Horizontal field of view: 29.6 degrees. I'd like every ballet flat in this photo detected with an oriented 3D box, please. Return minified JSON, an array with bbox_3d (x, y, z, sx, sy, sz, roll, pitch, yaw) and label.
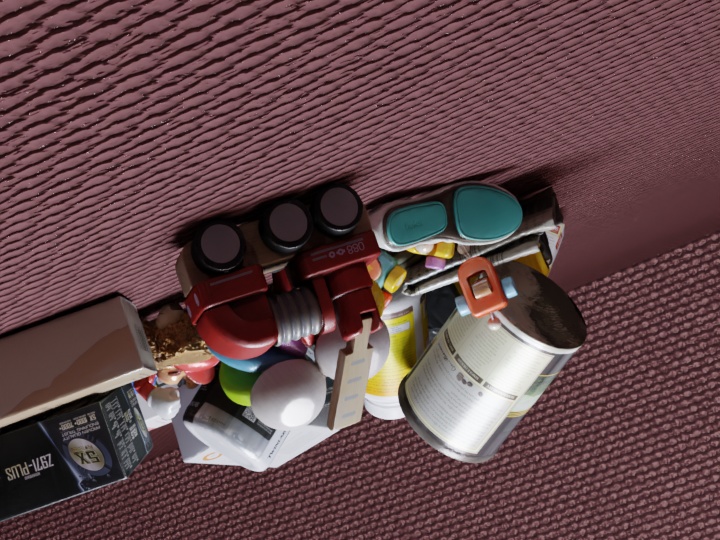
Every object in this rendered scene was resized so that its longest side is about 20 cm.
[{"bbox_3d":[0.081,-0.057,1.435,0.199,0.070,0.069,-9,167,-37],"label":"ballet flat"}]

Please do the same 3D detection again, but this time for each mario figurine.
[{"bbox_3d":[-0.247,0.129,1.625,0.199,0.125,0.106,-19,161,22],"label":"mario figurine"}]

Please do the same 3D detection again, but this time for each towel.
[{"bbox_3d":[0.150,-0.033,1.628,0.199,0.035,0.193,-24,-171,14],"label":"towel"}]

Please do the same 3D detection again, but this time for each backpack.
[{"bbox_3d":[0.135,0.056,2.034,0.165,0.128,0.200,2,177,23],"label":"backpack"}]

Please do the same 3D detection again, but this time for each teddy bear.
[{"bbox_3d":[-0.260,0.081,1.502,0.199,0.067,0.145,-17,165,25],"label":"teddy bear"}]

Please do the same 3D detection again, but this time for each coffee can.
[{"bbox_3d":[0.155,0.109,1.624,0.146,0.147,0.201,-11,143,-49],"label":"coffee can"}]

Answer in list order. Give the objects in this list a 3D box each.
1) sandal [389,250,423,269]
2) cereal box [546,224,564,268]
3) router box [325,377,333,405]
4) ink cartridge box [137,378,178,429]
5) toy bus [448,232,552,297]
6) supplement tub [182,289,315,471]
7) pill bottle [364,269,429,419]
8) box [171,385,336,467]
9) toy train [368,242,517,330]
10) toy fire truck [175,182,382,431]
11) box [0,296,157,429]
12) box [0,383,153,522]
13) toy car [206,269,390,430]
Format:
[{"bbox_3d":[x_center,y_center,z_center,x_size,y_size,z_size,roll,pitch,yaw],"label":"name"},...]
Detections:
[{"bbox_3d":[0.000,0.000,1.617,0.200,0.058,0.080,-36,-170,-24],"label":"sandal"},{"bbox_3d":[0.245,0.025,1.989,0.039,0.201,0.144,23,179,9],"label":"cereal box"},{"bbox_3d":[-0.049,0.103,1.821,0.062,0.151,0.199,-25,172,36],"label":"router box"},{"bbox_3d":[-0.245,0.157,1.928,0.198,0.085,0.146,-22,172,-1],"label":"ink cartridge box"},{"bbox_3d":[0.203,0.031,1.772,0.135,0.193,0.200,-25,-174,11],"label":"toy bus"},{"bbox_3d":[-0.117,0.130,1.656,0.201,0.122,0.123,-58,-177,-16],"label":"supplement tub"},{"bbox_3d":[0.034,0.090,1.735,0.108,0.201,0.110,-4,-145,3],"label":"pill bottle"},{"bbox_3d":[-0.143,0.191,1.824,0.124,0.098,0.199,-33,155,25],"label":"box"},{"bbox_3d":[0.065,0.012,1.514,0.198,0.152,0.056,-18,171,12],"label":"toy train"},{"bbox_3d":[-0.059,0.048,1.230,0.175,0.202,0.129,-18,171,-19],"label":"toy fire truck"},{"bbox_3d":[-0.314,0.098,1.369,0.198,0.078,0.095,-20,174,-1],"label":"box"},{"bbox_3d":[-0.325,0.193,1.468,0.162,0.087,0.200,-19,-178,0],"label":"box"},{"bbox_3d":[-0.077,0.052,1.432,0.199,0.175,0.150,-36,133,1],"label":"toy car"}]
